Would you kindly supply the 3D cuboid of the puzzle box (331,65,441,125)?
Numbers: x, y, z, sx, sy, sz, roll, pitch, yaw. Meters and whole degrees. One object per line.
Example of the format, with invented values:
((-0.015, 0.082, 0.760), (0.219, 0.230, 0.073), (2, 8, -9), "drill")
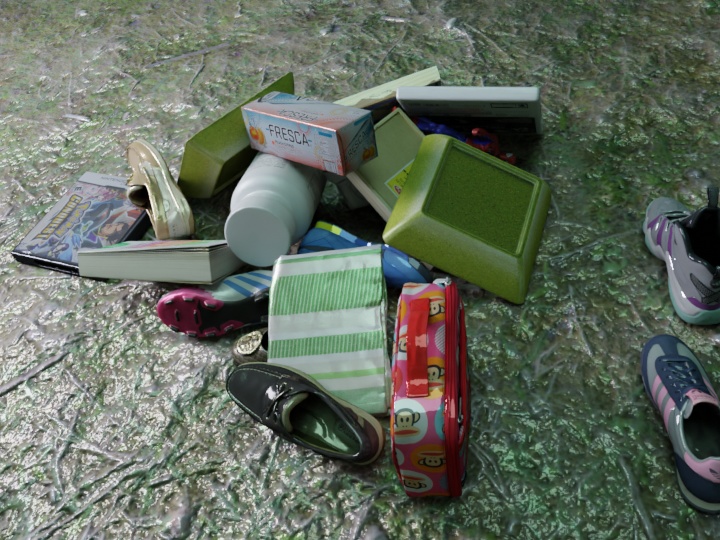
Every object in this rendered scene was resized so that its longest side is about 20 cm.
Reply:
((0.031, -0.250, 1.105), (0.198, 0.133, 0.026), (-18, 82, 6), "puzzle box")

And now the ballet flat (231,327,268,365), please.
((-0.066, 0.085, 0.875), (0.197, 0.047, 0.068), (-4, 48, 8), "ballet flat")

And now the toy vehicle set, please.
((0.074, -0.116, 0.975), (0.124, 0.027, 0.200), (-39, 84, -23), "toy vehicle set")

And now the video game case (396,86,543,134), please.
((0.168, -0.237, 1.054), (0.197, 0.182, 0.024), (4, 87, 16), "video game case")

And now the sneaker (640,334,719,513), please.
((0.338, 0.132, 0.716), (0.069, 0.083, 0.202), (-8, 46, 6), "sneaker")

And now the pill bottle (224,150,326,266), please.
((-0.117, -0.096, 0.984), (0.113, 0.116, 0.201), (-2, 33, 11), "pill bottle")

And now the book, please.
((-0.263, -0.018, 0.975), (0.197, 0.049, 0.134), (0, 10, 17), "book")

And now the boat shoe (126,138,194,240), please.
((-0.322, -0.125, 1.080), (0.069, 0.074, 0.200), (-22, 57, -27), "boat shoe")

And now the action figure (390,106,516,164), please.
((0.139, -0.181, 1.027), (0.197, 0.066, 0.099), (13, 15, -8), "action figure")

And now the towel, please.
((-0.037, 0.074, 0.840), (0.150, 0.023, 0.203), (-6, 73, 11), "towel")

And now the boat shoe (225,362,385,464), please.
((-0.067, 0.151, 0.776), (0.199, 0.066, 0.072), (23, 84, 19), "boat shoe")

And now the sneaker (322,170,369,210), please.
((0.013, -0.157, 1.076), (0.075, 0.082, 0.200), (-21, 17, 36), "sneaker")

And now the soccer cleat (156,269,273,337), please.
((-0.166, 0.040, 0.938), (0.197, 0.071, 0.087), (-5, 26, 8), "soccer cleat")

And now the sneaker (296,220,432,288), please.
((0.000, 0.000, 0.936), (0.198, 0.066, 0.079), (21, 67, 29), "sneaker")

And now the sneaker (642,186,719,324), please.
((0.395, -0.052, 0.836), (0.077, 0.141, 0.202), (-8, 46, 5), "sneaker")

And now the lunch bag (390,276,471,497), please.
((0.070, 0.112, 0.730), (0.081, 0.177, 0.202), (-2, 47, 10), "lunch bag")

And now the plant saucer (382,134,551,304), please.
((0.152, -0.084, 0.920), (0.198, 0.048, 0.201), (24, 57, 0), "plant saucer")

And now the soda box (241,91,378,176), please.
((-0.070, -0.186, 0.943), (0.199, 0.064, 0.068), (23, 45, 40), "soda box")

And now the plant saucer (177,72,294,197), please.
((-0.184, -0.192, 1.088), (0.199, 0.200, 0.048), (-41, 91, -24), "plant saucer")

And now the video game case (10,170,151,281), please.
((-0.421, -0.077, 1.122), (0.179, 0.026, 0.201), (11, 50, 21), "video game case")
